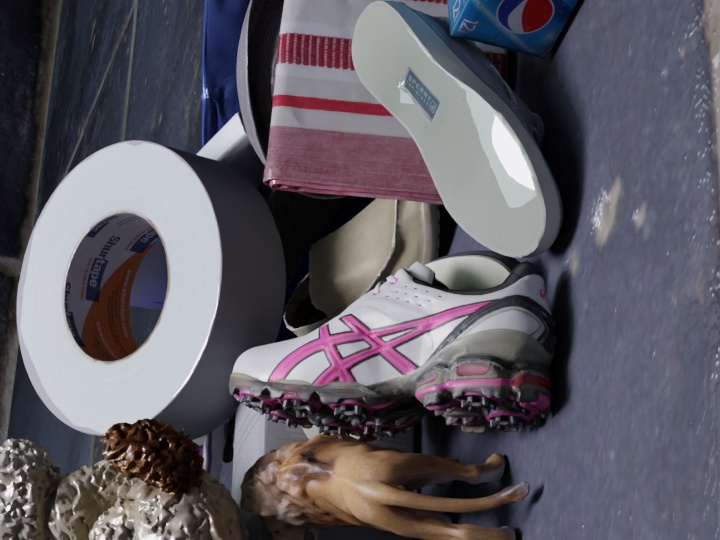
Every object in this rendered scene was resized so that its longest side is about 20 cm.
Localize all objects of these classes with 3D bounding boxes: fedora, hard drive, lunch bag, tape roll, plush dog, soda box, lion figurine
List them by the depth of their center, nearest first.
[{"bbox_3d":[0.009,0.124,1.204,0.200,0.122,0.073,146,133,-68],"label":"lion figurine"},{"bbox_3d":[0.088,-0.225,1.272,0.068,0.064,0.201,118,157,-45],"label":"soda box"},{"bbox_3d":[-0.122,0.178,1.286,0.171,0.160,0.201,-19,90,59],"label":"plush dog"},{"bbox_3d":[0.009,-0.141,1.389,0.090,0.178,0.200,6,45,42],"label":"fedora"},{"bbox_3d":[-0.145,0.016,1.441,0.199,0.066,0.202,-10,75,40],"label":"tape roll"},{"bbox_3d":[-0.100,-0.038,1.557,0.200,0.131,0.026,-42,57,32],"label":"hard drive"},{"bbox_3d":[-0.056,-0.159,1.626,0.136,0.131,0.201,96,174,-54],"label":"lunch bag"}]

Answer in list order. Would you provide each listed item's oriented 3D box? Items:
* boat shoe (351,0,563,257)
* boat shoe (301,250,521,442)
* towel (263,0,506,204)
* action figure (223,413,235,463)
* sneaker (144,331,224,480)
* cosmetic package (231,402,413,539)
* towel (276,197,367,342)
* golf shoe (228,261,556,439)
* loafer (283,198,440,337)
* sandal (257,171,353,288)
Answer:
[{"bbox_3d":[0.070,-0.086,1.220,0.201,0.071,0.070,55,131,34],"label":"boat shoe"},{"bbox_3d":[0.039,0.045,1.254,0.200,0.062,0.071,-42,72,42],"label":"boat shoe"},{"bbox_3d":[0.021,-0.138,1.310,0.023,0.143,0.202,97,178,-70],"label":"towel"},{"bbox_3d":[-0.098,0.137,1.602,0.200,0.118,0.103,-16,59,67],"label":"action figure"},{"bbox_3d":[-0.160,0.142,1.498,0.072,0.114,0.202,0,92,50],"label":"sneaker"},{"bbox_3d":[-0.025,0.165,1.334,0.090,0.106,0.201,125,153,-58],"label":"cosmetic package"},{"bbox_3d":[-0.078,0.022,1.588,0.050,0.147,0.200,58,149,16],"label":"towel"},{"bbox_3d":[0.019,0.044,1.184,0.199,0.073,0.093,-5,67,27],"label":"golf shoe"},{"bbox_3d":[0.000,0.000,1.422,0.200,0.068,0.076,118,156,-48],"label":"loafer"},{"bbox_3d":[-0.041,-0.063,1.477,0.200,0.076,0.043,-51,37,-5],"label":"sandal"}]
